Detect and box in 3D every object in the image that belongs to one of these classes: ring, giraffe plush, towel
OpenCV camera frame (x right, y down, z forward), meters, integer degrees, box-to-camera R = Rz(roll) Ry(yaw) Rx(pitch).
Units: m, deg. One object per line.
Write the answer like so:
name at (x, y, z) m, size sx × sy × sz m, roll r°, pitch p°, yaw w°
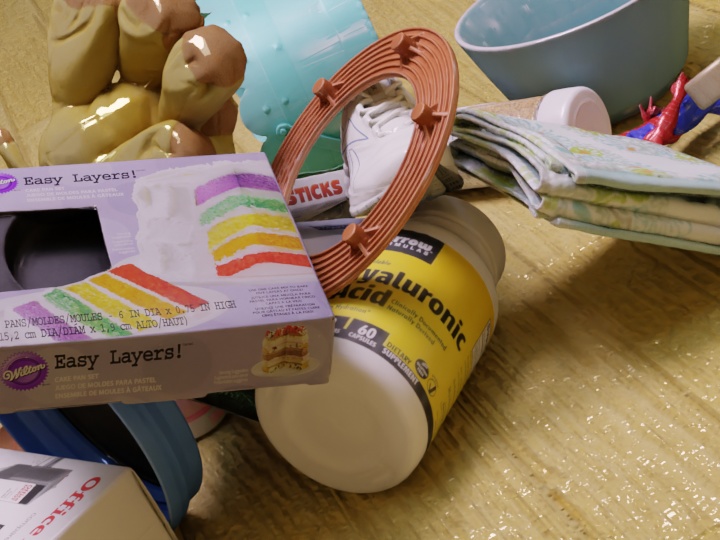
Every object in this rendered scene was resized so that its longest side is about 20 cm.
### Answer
ring at (-0.012, -0.069, 1.032) m, size 0.200 × 0.019 × 0.201 m, roll -39°, pitch 33°, yaw 32°
giraffe plush at (-0.140, -0.094, 1.171) m, size 0.172 × 0.162 × 0.200 m, roll 40°, pitch 104°, yaw 25°
towel at (0.168, -0.058, 1.050) m, size 0.199 × 0.048 × 0.171 m, roll 8°, pitch 15°, yaw -23°

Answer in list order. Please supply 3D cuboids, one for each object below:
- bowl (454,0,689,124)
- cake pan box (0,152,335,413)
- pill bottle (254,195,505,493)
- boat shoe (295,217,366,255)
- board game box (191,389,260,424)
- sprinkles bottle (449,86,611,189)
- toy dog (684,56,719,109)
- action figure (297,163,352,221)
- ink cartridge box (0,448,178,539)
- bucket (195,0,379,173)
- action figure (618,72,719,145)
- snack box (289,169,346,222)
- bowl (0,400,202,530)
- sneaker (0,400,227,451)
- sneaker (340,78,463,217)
bowl at (0.187, -0.185, 1.338) m, size 0.200 × 0.105 × 0.201 m, roll -22°, pitch 23°, yaw 10°
cake pan box at (-0.131, 0.002, 0.950) m, size 0.199 × 0.053 × 0.184 m, roll -4°, pitch 33°, yaw -14°
pill bottle at (0.022, 0.038, 1.040) m, size 0.111 × 0.112 × 0.200 m, roll -10°, pitch 28°, yaw 32°
boat shoe at (0.000, 0.000, 1.164) m, size 0.199 × 0.066 × 0.074 m, roll -2°, pitch 13°, yaw -25°
board game box at (-0.085, 0.042, 1.132) m, size 0.200 × 0.135 × 0.028 m, roll -103°, pitch 36°, yaw -66°
sprinkles bottle at (0.098, -0.098, 1.296) m, size 0.199 × 0.068 × 0.068 m, roll -5°, pitch 31°, yaw 40°
toy dog at (0.307, -0.139, 1.121) m, size 0.096 × 0.132 × 0.200 m, roll -33°, pitch 21°, yaw 48°
action figure at (-0.083, -0.028, 1.276) m, size 0.199 × 0.055 × 0.118 m, roll -21°, pitch -27°, yaw -31°
ink cartridge box at (-0.227, 0.187, 1.020) m, size 0.199 × 0.083 × 0.147 m, roll 0°, pitch 34°, yaw 45°
bucket at (-0.048, -0.172, 1.440) m, size 0.134 × 0.208 × 0.207 m, roll -23°, pitch 24°, yaw 0°
action figure at (0.231, -0.112, 1.201) m, size 0.200 × 0.052 × 0.065 m, roll -38°, pitch -5°, yaw -21°
snack box at (-0.097, -0.035, 1.153) m, size 0.200 × 0.024 × 0.072 m, roll -16°, pitch -5°, yaw -45°
bowl at (-0.178, 0.083, 1.035) m, size 0.039 × 0.201 × 0.200 m, roll -43°, pitch 29°, yaw -29°
sneaker at (-0.200, 0.083, 1.182) m, size 0.199 × 0.105 × 0.075 m, roll -16°, pitch 29°, yaw 24°
sneaker at (0.015, -0.086, 1.091) m, size 0.074 × 0.088 × 0.200 m, roll -15°, pitch 10°, yaw -9°
